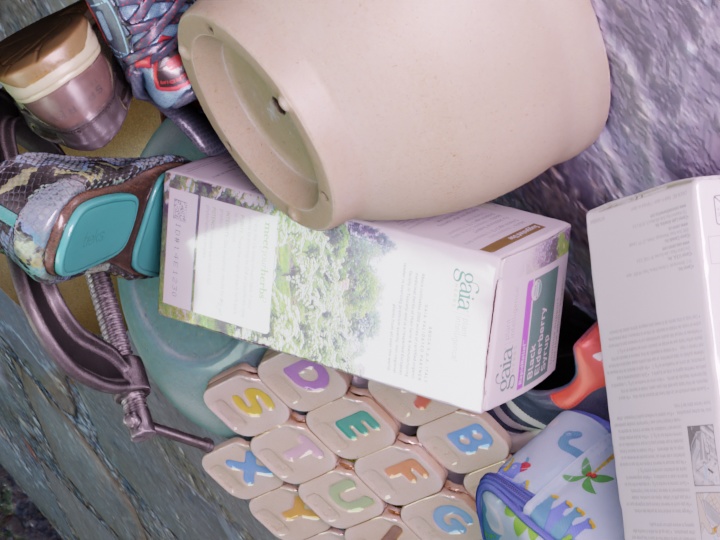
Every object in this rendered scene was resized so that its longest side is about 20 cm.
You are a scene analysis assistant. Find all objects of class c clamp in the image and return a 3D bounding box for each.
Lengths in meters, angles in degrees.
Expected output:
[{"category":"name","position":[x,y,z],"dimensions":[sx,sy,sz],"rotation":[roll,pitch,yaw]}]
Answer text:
[{"category":"c clamp","position":[-0.153,0.000,1.127],"dimensions":[0.171,0.027,0.202],"rotation":[26,-139,-67]}]

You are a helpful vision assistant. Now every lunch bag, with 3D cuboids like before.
[{"category":"lunch bag","position":[0.148,0.176,1.026],"dimensions":[0.200,0.082,0.162],"rotation":[37,155,37]}]

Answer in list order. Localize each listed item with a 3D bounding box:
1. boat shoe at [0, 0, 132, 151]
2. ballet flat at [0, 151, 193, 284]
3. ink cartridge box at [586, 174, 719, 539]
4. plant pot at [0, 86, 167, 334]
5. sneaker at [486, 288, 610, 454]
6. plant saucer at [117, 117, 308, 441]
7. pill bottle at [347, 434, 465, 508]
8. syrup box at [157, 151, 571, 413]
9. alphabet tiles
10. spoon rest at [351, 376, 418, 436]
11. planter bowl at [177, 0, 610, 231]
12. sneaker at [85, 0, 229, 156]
[{"category":"boat shoe","position":[-0.155,-0.099,1.104],"dimensions":[0.065,0.073,0.200],"rotation":[61,-178,-14]},{"category":"ballet flat","position":[-0.134,-0.034,1.072],"dimensions":[0.074,0.074,0.200],"rotation":[50,-168,12]},{"category":"ink cartridge box","position":[0.150,0.064,0.898],"dimensions":[0.109,0.050,0.202],"rotation":[162,102,-71]},{"category":"plant pot","position":[-0.134,-0.069,1.346],"dimensions":[0.187,0.186,0.199],"rotation":[56,147,-8]},{"category":"sneaker","position":[0.091,0.049,1.126],"dimensions":[0.085,0.075,0.199],"rotation":[56,153,-18]},{"category":"plant saucer","position":[-0.083,-0.002,1.189],"dimensions":[0.200,0.038,0.203],"rotation":[6,98,42]},{"category":"pill bottle","position":[0.043,0.108,1.283],"dimensions":[0.200,0.112,0.113],"rotation":[39,157,39]},{"category":"syrup box","position":[0.000,0.000,1.055],"dimensions":[0.198,0.081,0.080],"rotation":[15,111,28]},{"category":"alphabet tiles","position":[0.006,0.117,1.168],"dimensions":[0.195,0.015,0.200],"rotation":[-26,116,42]},{"category":"spoon rest","position":[-0.012,-0.002,1.195],"dimensions":[0.061,0.099,0.202],"rotation":[67,-178,-75]},{"category":"planter bowl","position":[0.001,-0.102,0.980],"dimensions":[0.200,0.134,0.201],"rotation":[46,161,21]},{"category":"sneaker","position":[-0.092,-0.130,1.033],"dimensions":[0.200,0.079,0.096],"rotation":[53,-167,-54]}]
